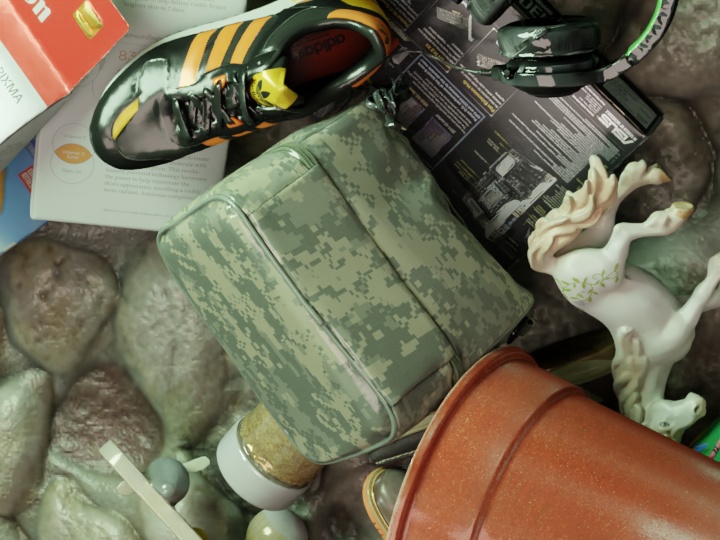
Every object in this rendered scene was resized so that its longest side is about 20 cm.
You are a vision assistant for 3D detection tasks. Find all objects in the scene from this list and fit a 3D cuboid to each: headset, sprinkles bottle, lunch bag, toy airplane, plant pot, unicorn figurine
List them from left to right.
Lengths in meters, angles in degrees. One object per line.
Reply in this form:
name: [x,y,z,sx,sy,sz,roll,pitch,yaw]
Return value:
toy airplane: [-0.088,0.214,1.726,0.199,0.141,0.200,24,145,38]
sprinkles bottle: [-0.016,0.079,1.685,0.068,0.068,0.200,42,119,-1]
lunch bag: [0.000,0.000,1.538,0.200,0.168,0.139,53,151,-4]
headset: [0.094,-0.152,1.482,0.200,0.094,0.124,-30,94,20]
plant pot: [0.146,0.171,1.500,0.195,0.201,0.201,20,117,25]
unicorn figurine: [0.184,0.024,1.568,0.200,0.074,0.137,43,102,-7]

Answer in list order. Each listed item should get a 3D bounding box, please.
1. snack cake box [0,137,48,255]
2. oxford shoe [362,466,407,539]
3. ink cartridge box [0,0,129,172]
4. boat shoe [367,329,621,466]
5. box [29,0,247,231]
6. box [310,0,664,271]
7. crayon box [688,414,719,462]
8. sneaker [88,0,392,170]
snack cake box: [-0.300,-0.094,1.683,0.200,0.115,0.067,57,158,-9]
oxford shoe: [0.094,0.188,1.683,0.200,0.071,0.073,34,135,-7]
ink cartridge box: [-0.254,-0.151,1.553,0.200,0.050,0.161,-41,82,39]
boat shoe: [0.092,0.101,1.652,0.200,0.073,0.065,-21,98,26]
box: [-0.143,-0.136,1.604,0.124,0.098,0.200,6,115,-8]
box: [0.068,-0.110,1.586,0.200,0.050,0.158,44,119,-1]
crayon box: [0.245,0.172,1.610,0.119,0.058,0.200,28,121,-23]
sneaker: [-0.074,-0.115,1.511,0.200,0.090,0.070,-24,109,-1]
